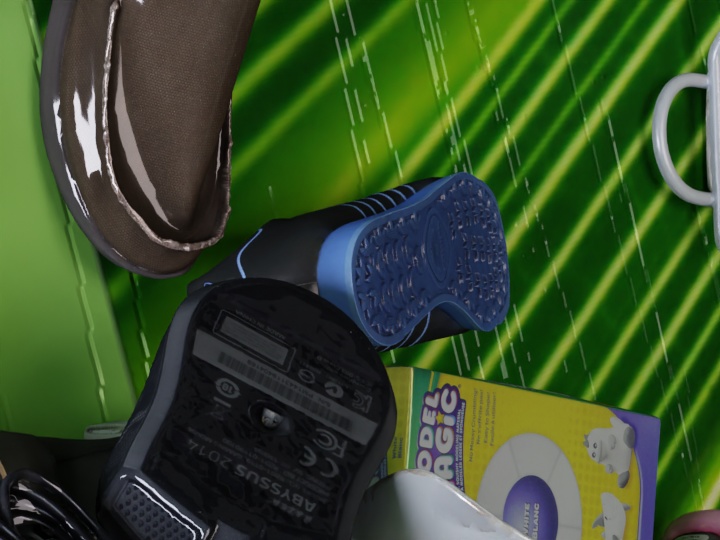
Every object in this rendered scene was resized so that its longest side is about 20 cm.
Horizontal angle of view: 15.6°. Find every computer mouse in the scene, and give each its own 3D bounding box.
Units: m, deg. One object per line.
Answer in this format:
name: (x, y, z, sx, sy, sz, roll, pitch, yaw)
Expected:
computer mouse: (-0.050, 0.074, 0.870, 0.138, 0.053, 0.200, 30, 34, -1)

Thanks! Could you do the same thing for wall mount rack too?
wall mount rack: (0.228, -0.091, 1.295, 0.199, 0.074, 0.175, 2, 87, -47)

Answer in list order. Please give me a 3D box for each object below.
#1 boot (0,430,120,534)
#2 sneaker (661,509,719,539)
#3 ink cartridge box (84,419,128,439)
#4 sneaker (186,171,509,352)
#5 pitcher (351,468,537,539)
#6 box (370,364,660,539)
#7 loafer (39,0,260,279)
boot: (-0.088, 0.149, 0.885, 0.138, 0.077, 0.201, -4, 89, -52)
sneaker: (0.172, 0.216, 1.211, 0.095, 0.079, 0.201, -35, 106, -59)
ink cartridge box: (-0.081, 0.157, 0.979, 0.173, 0.043, 0.202, -6, 93, -46)
sneaker: (0.000, 0.000, 1.061, 0.200, 0.077, 0.071, -8, 91, -68)
pitcher: (-0.008, 0.172, 0.946, 0.121, 0.172, 0.201, 28, 84, -6)
box: (0.050, 0.106, 1.118, 0.199, 0.048, 0.118, 12, 79, -44)
loafer: (-0.074, -0.098, 0.977, 0.073, 0.071, 0.202, -5, 92, -46)
